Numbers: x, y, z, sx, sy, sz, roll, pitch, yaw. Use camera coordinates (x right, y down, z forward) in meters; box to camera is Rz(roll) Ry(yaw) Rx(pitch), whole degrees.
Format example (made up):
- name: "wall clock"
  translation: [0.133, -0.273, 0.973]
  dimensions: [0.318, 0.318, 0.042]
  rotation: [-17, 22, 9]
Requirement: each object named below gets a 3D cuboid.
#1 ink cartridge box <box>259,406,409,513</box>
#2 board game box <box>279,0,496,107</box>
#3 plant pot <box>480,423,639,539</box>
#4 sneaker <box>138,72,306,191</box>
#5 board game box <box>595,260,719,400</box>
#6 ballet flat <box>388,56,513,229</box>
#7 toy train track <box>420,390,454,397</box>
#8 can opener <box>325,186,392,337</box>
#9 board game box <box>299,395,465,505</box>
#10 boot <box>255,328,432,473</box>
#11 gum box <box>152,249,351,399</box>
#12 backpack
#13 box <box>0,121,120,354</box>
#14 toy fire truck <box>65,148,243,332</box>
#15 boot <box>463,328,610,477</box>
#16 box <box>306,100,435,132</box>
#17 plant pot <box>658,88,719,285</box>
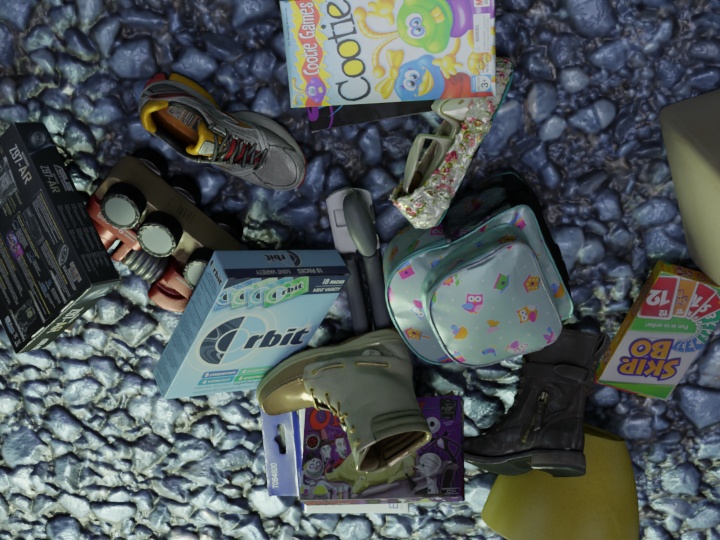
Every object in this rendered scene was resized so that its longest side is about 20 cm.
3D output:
- name: "ink cartridge box"
  translation: [-0.033, 0.231, 1.291]
  dimensions: [0.196, 0.041, 0.203]
  rotation: [-1, 119, 4]
- name: "board game box"
  translation: [0.030, -0.226, 0.957]
  dimensions: [0.196, 0.103, 0.107]
  rotation: [-3, 116, 6]
- name: "plant pot"
  translation: [0.262, 0.265, 1.227]
  dimensions: [0.196, 0.200, 0.145]
  rotation: [15, 92, -6]
- name: "sneaker"
  translation: [-0.152, -0.136, 1.071]
  dimensions: [0.197, 0.083, 0.079]
  rotation: [24, 118, -11]
- name: "board game box"
  translation: [0.357, 0.082, 1.182]
  dimensions: [0.094, 0.030, 0.202]
  rotation: [15, 131, -5]
- name: "ballet flat"
  translation: [0.093, -0.139, 1.036]
  dimensions: [0.063, 0.076, 0.203]
  rotation: [23, 97, -23]
- name: "toy train track"
  translation: [0.033, 0.208, 1.234]
  dimensions: [0.198, 0.033, 0.116]
  rotation: [-26, 116, 12]
- name: "can opener"
  translation: [0.000, 0.000, 1.146]
  dimensions: [0.052, 0.067, 0.203]
  rotation: [-7, 118, 7]
- name: "board game box"
  translation: [0.026, 0.214, 1.177]
  dimensions: [0.196, 0.122, 0.032]
  rotation: [-6, 151, 16]
- name: "boot"
  translation: [-0.023, 0.165, 1.152]
  dimensions: [0.197, 0.156, 0.072]
  rotation: [-20, 139, 5]
- name: "gum box"
  translation: [-0.126, 0.061, 1.136]
  dimensions: [0.168, 0.045, 0.201]
  rotation: [-2, 138, -39]
- name: "backpack"
  translation: [0.123, 0.016, 1.105]
  dimensions: [0.197, 0.154, 0.177]
  rotation: [-20, 122, 18]
- name: "box"
  translation: [-0.364, -0.035, 1.087]
  dimensions: [0.159, 0.043, 0.202]
  rotation: [-36, 78, 32]
- name: "toy fire truck"
  translation: [-0.259, -0.005, 1.137]
  dimensions: [0.175, 0.130, 0.199]
  rotation: [39, 126, -18]
- name: "boot"
  translation: [0.198, 0.151, 1.180]
  dimensions: [0.197, 0.177, 0.069]
  rotation: [-3, 158, 33]
- name: "box"
  translation: [-0.004, -0.252, 1.027]
  dimensions: [0.140, 0.036, 0.203]
  rotation: [-7, 117, 8]
- name: "plant pot"
  translation: [0.441, -0.076, 1.020]
  dimensions: [0.197, 0.178, 0.202]
  rotation: [-16, 117, 13]
